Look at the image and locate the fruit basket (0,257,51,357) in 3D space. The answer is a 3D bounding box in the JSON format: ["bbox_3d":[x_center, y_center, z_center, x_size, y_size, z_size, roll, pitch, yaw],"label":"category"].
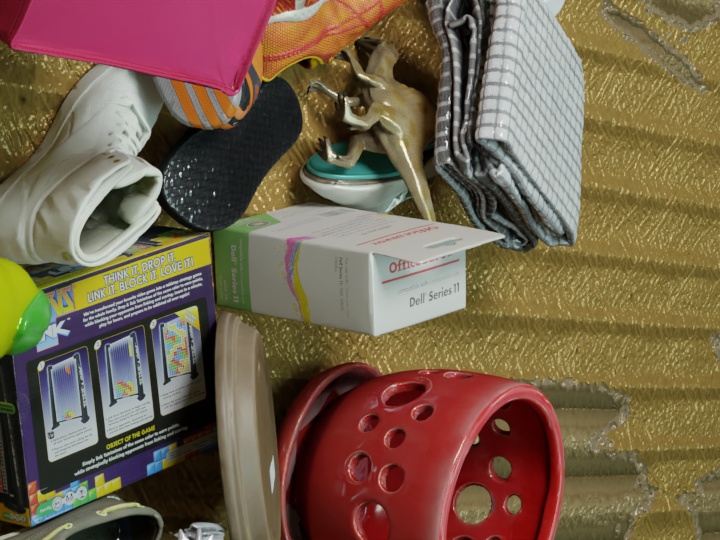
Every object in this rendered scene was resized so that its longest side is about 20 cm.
[{"bbox_3d":[-0.291,0.036,1.404,0.216,0.215,0.156,39,67,-47],"label":"fruit basket"}]

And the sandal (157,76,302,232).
[{"bbox_3d":[-0.104,-0.084,1.733,0.200,0.045,0.075,-48,123,-55],"label":"sandal"}]

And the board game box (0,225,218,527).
[{"bbox_3d":[-0.188,0.071,1.653,0.200,0.057,0.166,-20,111,-47],"label":"board game box"}]

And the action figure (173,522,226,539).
[{"bbox_3d":[-0.130,0.243,1.650,0.069,0.200,0.130,20,75,-19],"label":"action figure"}]

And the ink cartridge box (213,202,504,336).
[{"bbox_3d":[0.000,0.000,1.752,0.117,0.200,0.067,-16,110,-48],"label":"ink cartridge box"}]

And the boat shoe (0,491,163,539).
[{"bbox_3d":[-0.214,0.210,1.589,0.202,0.060,0.072,-33,114,-51],"label":"boat shoe"}]

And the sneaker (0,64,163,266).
[{"bbox_3d":[-0.165,-0.074,1.603,0.200,0.115,0.074,-56,133,-30],"label":"sneaker"}]

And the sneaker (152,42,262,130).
[{"bbox_3d":[-0.130,-0.194,1.662,0.112,0.077,0.200,-30,102,-77],"label":"sneaker"}]

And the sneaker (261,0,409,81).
[{"bbox_3d":[-0.026,-0.201,1.799,0.200,0.073,0.077,-25,138,-41],"label":"sneaker"}]

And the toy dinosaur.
[{"bbox_3d":[0.020,-0.110,1.804,0.101,0.058,0.200,-1,63,-31],"label":"toy dinosaur"}]

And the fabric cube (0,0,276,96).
[{"bbox_3d":[-0.167,-0.246,1.454,0.196,0.199,0.200,9,110,-49],"label":"fabric cube"}]

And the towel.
[{"bbox_3d":[0.115,-0.124,1.866,0.200,0.085,0.166,44,47,-58],"label":"towel"}]

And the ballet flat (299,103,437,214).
[{"bbox_3d":[0.025,-0.078,1.882,0.200,0.069,0.070,-27,118,-46],"label":"ballet flat"}]

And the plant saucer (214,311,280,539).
[{"bbox_3d":[-0.082,0.129,1.722,0.200,0.029,0.201,-5,90,-89],"label":"plant saucer"}]

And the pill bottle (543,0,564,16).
[{"bbox_3d":[0.095,-0.288,1.879,0.112,0.112,0.200,-54,135,-28],"label":"pill bottle"}]

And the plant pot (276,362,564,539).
[{"bbox_3d":[0.041,0.174,1.844,0.200,0.182,0.201,-17,111,-53],"label":"plant pot"}]
